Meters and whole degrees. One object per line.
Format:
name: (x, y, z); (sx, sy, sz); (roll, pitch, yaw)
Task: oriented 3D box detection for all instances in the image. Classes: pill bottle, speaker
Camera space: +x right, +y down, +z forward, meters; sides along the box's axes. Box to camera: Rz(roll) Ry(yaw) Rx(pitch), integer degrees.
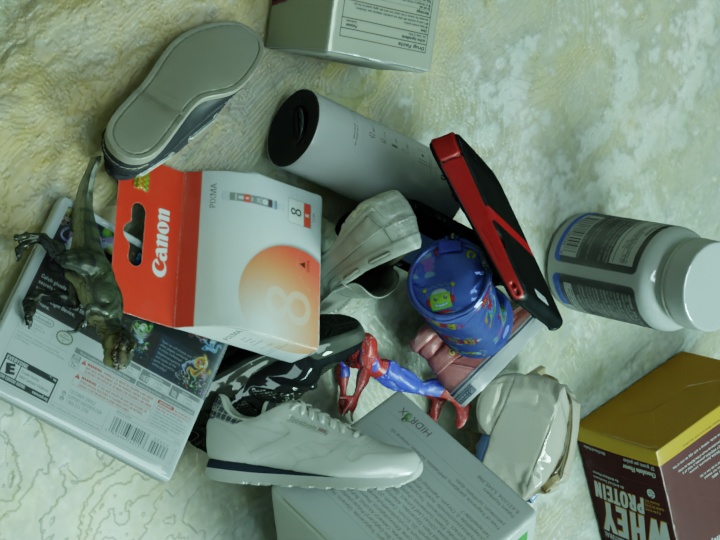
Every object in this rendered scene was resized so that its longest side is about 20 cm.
pill bottle: (0.308, 0.003, 1.696); (0.113, 0.200, 0.114); (-8, 103, -36)
speaker: (0.007, -0.106, 1.526); (0.199, 0.081, 0.082); (21, 85, -38)

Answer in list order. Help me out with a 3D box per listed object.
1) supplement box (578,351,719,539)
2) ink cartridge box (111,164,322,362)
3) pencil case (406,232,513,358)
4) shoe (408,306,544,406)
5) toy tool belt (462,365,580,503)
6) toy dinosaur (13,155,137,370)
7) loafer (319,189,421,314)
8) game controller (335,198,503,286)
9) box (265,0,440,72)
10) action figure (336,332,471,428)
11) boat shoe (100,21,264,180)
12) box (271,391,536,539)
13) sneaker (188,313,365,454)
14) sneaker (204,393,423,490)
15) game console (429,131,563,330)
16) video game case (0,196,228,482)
supplement box: (0.381, 0.237, 1.835); (0.197, 0.133, 0.201); (-29, 114, -30)
ink cartridge box: (-0.125, -0.020, 1.414); (0.199, 0.050, 0.163); (20, 58, -35)
pencil case: (0.097, 0.026, 1.483); (0.200, 0.078, 0.087); (50, 45, -71)
shoe: (0.128, 0.059, 1.651); (0.091, 0.071, 0.200); (46, 39, 4)
toy tool belt: (0.164, 0.201, 1.675); (0.123, 0.124, 0.201); (-5, 112, -81)
toy dinosaur: (-0.246, 0.001, 1.328); (0.088, 0.047, 0.201); (-9, 69, -15)
loafer: (0.000, 0.000, 1.476); (0.070, 0.200, 0.070); (-23, 74, -30)
game controller: (0.070, -0.022, 1.555); (0.200, 0.104, 0.042); (26, 53, -39)
box: (0.001, -0.295, 1.469); (0.127, 0.109, 0.201); (6, 95, -38)
action figure: (0.020, 0.128, 1.585); (0.200, 0.065, 0.099); (37, 67, -35)
boat shoe: (-0.163, -0.153, 1.412); (0.073, 0.063, 0.200); (40, 57, 3)
box: (0.040, 0.272, 1.504); (0.171, 0.200, 0.200); (-33, 146, -25)
sneaker: (-0.081, 0.117, 1.497); (0.199, 0.076, 0.115); (-26, 118, -19)
sneaker: (-0.042, 0.156, 1.409); (0.199, 0.076, 0.081); (4, 81, 4)
game console: (0.128, -0.033, 1.464); (0.178, 0.031, 0.200); (67, 12, 16)
video game case: (-0.218, 0.062, 1.380); (0.200, 0.023, 0.183); (32, 68, -24)
